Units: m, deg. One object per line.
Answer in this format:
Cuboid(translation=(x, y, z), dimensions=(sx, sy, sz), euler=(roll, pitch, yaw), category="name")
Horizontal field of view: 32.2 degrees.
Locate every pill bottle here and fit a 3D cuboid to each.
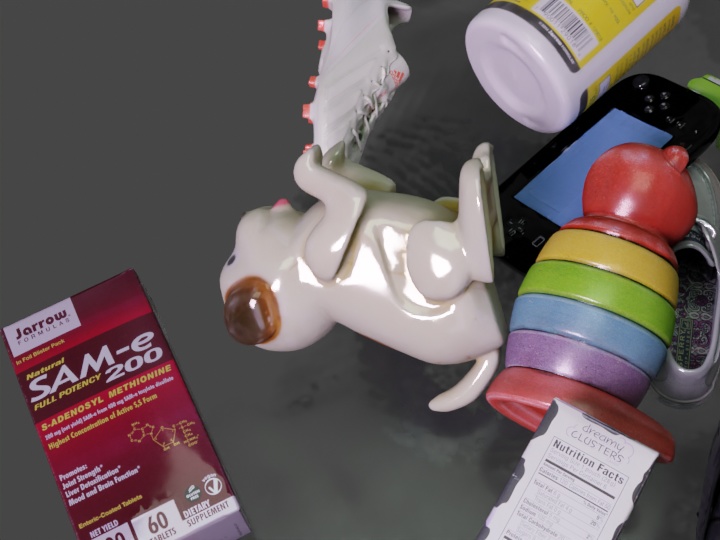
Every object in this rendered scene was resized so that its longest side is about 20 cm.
Cuboid(translation=(0.186, -0.209, 0.976), dimensions=(0.200, 0.111, 0.111), euler=(-41, 68, -16), category="pill bottle")

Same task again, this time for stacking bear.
Cuboid(translation=(0.166, 0.011, 0.831), dimensions=(0.113, 0.121, 0.201), euler=(26, 77, -24), category="stacking bear")

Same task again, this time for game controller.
Cuboid(translation=(0.175, -0.071, 0.930), dimensions=(0.200, 0.042, 0.104), euler=(-41, 35, -11), category="game controller")

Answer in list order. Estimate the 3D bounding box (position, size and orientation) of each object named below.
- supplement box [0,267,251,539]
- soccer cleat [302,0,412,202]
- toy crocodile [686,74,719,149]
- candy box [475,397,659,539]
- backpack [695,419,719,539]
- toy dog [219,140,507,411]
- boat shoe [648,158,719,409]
Cuboid(translation=(-0.165, 0.111, 0.872), dimensions=(0.108, 0.061, 0.201), euler=(-25, 64, -8), category="supplement box")
Cuboid(translation=(-0.001, -0.142, 0.982), dimensions=(0.077, 0.069, 0.201), euler=(5, 62, 3), category="soccer cleat")
Cuboid(translation=(0.328, -0.084, 0.929), dimensions=(0.199, 0.068, 0.062), euler=(34, 71, 18), category="toy crocodile")
Cuboid(translation=(0.093, 0.200, 0.751), dimensions=(0.071, 0.168, 0.201), euler=(27, 68, 14), category="candy box")
Cuboid(translation=(0.271, 0.129, 0.760), dimensions=(0.153, 0.201, 0.163), euler=(24, 36, 2), category="backpack")
Cuboid(translation=(0.000, 0.000, 0.876), dimensions=(0.198, 0.195, 0.140), euler=(-4, 20, 12), category="toy dog")
Cuboid(translation=(0.233, -0.004, 0.895), dimensions=(0.071, 0.069, 0.201), euler=(11, 64, 9), category="boat shoe")
